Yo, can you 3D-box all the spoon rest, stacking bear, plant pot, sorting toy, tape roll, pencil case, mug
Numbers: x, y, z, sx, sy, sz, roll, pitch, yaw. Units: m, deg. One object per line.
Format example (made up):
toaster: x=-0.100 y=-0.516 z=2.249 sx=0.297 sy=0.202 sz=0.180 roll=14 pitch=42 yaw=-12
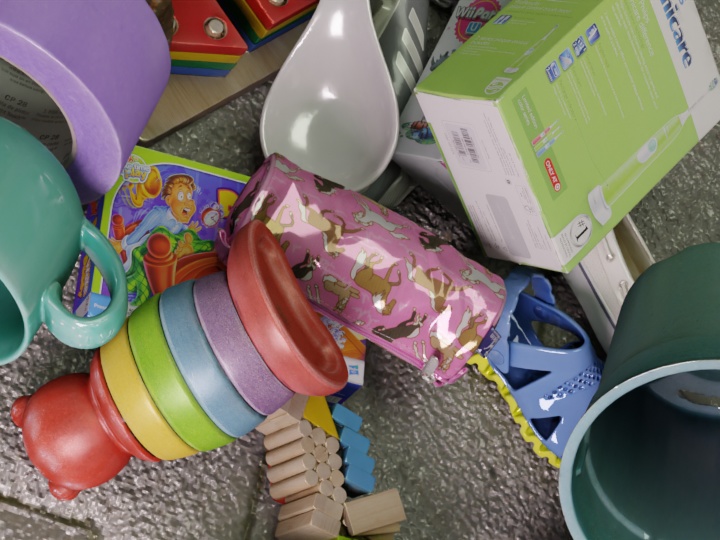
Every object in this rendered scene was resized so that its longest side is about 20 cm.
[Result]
spoon rest: x=-0.013 y=-0.148 z=1.739 sx=0.099 sy=0.061 sz=0.201 roll=7 pitch=77 yaw=12
stacking bear: x=-0.126 y=0.072 z=1.594 sx=0.199 sy=0.114 sz=0.122 roll=-29 pitch=97 yaw=11
plant pot: x=0.240 y=0.093 z=1.665 sx=0.200 sy=0.200 sz=0.196 roll=32 pitch=30 yaw=-9
sorting toy: x=-0.131 y=-0.219 z=1.775 sx=0.198 sy=0.070 sz=0.200 roll=-32 pitch=84 yaw=-33
tape roll: x=-0.229 y=-0.135 z=1.613 sx=0.199 sy=0.200 sz=0.085 roll=30 pitch=59 yaw=-10
pencil case: x=0.000 y=0.000 z=1.680 sx=0.199 sy=0.083 sz=0.087 roll=29 pitch=27 yaw=-11
mug: x=-0.241 y=-0.021 z=1.589 sx=0.185 sy=0.152 sz=0.115 roll=41 pitch=53 yaw=-19

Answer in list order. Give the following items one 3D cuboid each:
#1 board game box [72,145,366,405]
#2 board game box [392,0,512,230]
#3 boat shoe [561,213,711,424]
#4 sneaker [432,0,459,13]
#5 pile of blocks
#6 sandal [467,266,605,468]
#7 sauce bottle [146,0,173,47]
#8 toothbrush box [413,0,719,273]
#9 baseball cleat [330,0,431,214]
board game box: x=-0.092 y=0.002 z=1.709 sx=0.199 sy=0.045 sz=0.135 roll=15 pitch=62 yaw=-19
board game box: x=0.121 y=-0.130 z=1.797 sx=0.147 sy=0.064 sz=0.201 roll=39 pitch=70 yaw=-39
boat shoe: x=0.210 y=0.027 z=1.816 sx=0.071 sy=0.070 sz=0.201 roll=-5 pitch=63 yaw=-60
sneaker: x=0.091 y=-0.238 z=1.893 sx=0.200 sy=0.077 sz=0.091 roll=45 pitch=53 yaw=-12
pile of blocks: x=-0.025 y=0.153 z=1.668 sx=0.082 sy=0.062 sz=0.201 roll=-9 pitch=80 yaw=-36
sandal: x=0.138 y=0.070 z=1.765 sx=0.200 sy=0.087 sz=0.080 roll=43 pitch=55 yaw=-5
sauce bottle: x=-0.226 y=-0.181 z=1.682 sx=0.199 sy=0.066 sz=0.066 roll=16 pitch=59 yaw=10
toothbrush box: x=0.150 y=-0.118 z=1.724 sx=0.200 sy=0.086 sz=0.146 roll=-43 pitch=124 yaw=-27
baseball cleat: x=0.031 y=-0.137 z=1.814 sx=0.106 sy=0.070 sz=0.201 roll=24 pitch=77 yaw=-26
